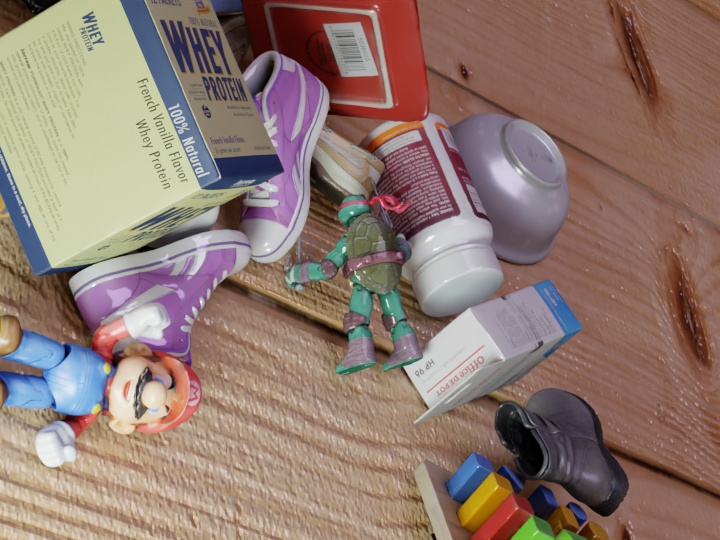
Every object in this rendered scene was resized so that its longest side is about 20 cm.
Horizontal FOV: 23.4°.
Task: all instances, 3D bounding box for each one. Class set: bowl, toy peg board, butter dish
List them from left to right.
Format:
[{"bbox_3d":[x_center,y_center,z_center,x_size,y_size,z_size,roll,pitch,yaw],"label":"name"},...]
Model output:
[{"bbox_3d":[-0.011,-0.275,1.853,0.197,0.201,0.149,8,47,20],"label":"butter dish"},{"bbox_3d":[0.181,-0.115,2.061,0.200,0.090,0.203,26,42,-26],"label":"bowl"},{"bbox_3d":[0.175,0.258,1.658,0.199,0.098,0.200,29,22,-29],"label":"toy peg board"}]

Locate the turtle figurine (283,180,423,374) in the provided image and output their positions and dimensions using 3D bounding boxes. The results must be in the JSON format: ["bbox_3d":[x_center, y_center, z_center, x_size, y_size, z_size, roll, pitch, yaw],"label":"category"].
[{"bbox_3d":[0.000,0.000,1.757,0.148,0.101,0.202,-7,76,-21],"label":"turtle figurine"}]

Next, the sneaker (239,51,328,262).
[{"bbox_3d":[-0.100,-0.117,1.719,0.114,0.072,0.203,34,61,-57],"label":"sneaker"}]

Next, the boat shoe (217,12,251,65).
[{"bbox_3d":[-0.160,-0.235,1.853,0.200,0.071,0.065,-34,118,-61],"label":"boat shoe"}]

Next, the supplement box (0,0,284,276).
[{"bbox_3d":[-0.210,-0.130,1.505,0.202,0.198,0.134,66,21,4],"label":"supplement box"}]

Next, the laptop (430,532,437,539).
[{"bbox_3d":[0.125,0.371,1.633,0.176,0.103,0.202,32,65,-20],"label":"laptop"}]

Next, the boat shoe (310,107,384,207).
[{"bbox_3d":[-0.061,-0.150,1.841,0.199,0.072,0.076,39,75,-13],"label":"boat shoe"}]

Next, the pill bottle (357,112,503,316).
[{"bbox_3d":[0.076,-0.060,1.884,0.113,0.114,0.202,4,54,-43],"label":"pill bottle"}]

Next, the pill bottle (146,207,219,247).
[{"bbox_3d":[-0.187,-0.130,1.680,0.112,0.113,0.201,26,42,-27],"label":"pill bottle"}]

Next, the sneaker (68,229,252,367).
[{"bbox_3d":[-0.166,0.036,1.597,0.199,0.073,0.115,-20,75,-40],"label":"sneaker"}]

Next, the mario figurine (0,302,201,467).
[{"bbox_3d":[-0.217,0.092,1.450,0.198,0.124,0.107,11,37,-34],"label":"mario figurine"}]

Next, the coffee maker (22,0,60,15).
[{"bbox_3d":[-0.328,-0.369,1.736,0.200,0.135,0.192,50,36,1],"label":"coffee maker"}]

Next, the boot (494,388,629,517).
[{"bbox_3d":[0.189,0.162,1.783,0.131,0.070,0.200,28,12,-29],"label":"boot"}]

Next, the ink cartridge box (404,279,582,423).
[{"bbox_3d":[0.127,0.083,1.805,0.199,0.116,0.068,-17,68,-52],"label":"ink cartridge box"}]

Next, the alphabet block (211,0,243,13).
[{"bbox_3d":[-0.163,-0.406,1.841,0.200,0.198,0.194,39,29,26],"label":"alphabet block"}]

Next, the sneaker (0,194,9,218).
[{"bbox_3d":[-0.362,-0.137,1.556,0.201,0.075,0.088,52,28,-10],"label":"sneaker"}]
